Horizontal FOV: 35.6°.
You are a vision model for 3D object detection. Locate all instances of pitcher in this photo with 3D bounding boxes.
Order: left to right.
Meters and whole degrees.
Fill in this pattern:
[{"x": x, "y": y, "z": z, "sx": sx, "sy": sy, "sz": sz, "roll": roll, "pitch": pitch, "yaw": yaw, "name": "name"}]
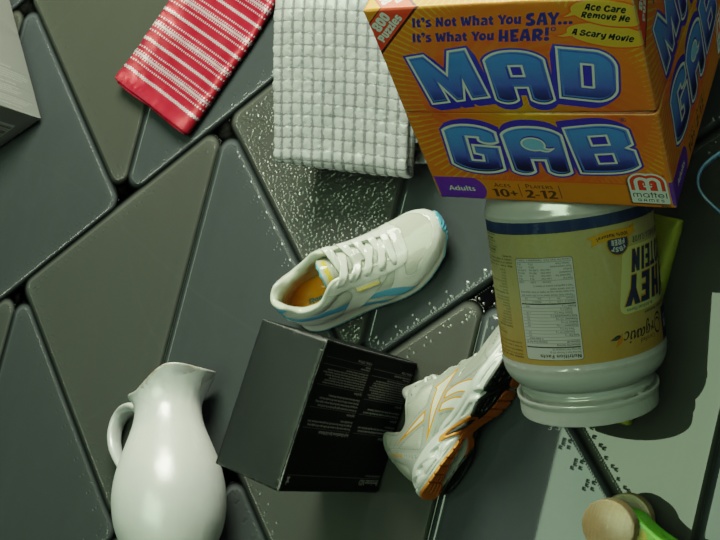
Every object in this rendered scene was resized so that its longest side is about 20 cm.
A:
[{"x": -0.222, "y": 0.222, "z": 1.220, "sx": 0.171, "sy": 0.121, "sz": 0.201, "roll": -30, "pitch": 55, "yaw": 40, "name": "pitcher"}]

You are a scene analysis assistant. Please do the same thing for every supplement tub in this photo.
[{"x": 0.188, "y": 0.022, "z": 0.973, "sx": 0.144, "sy": 0.144, "sz": 0.201, "roll": -3, "pitch": 102, "yaw": 27, "name": "supplement tub"}]

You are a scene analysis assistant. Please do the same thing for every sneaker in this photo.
[{"x": 0.000, "y": 0.000, "z": 1.156, "sx": 0.200, "sy": 0.081, "sz": 0.077, "roll": -32, "pitch": 65, "yaw": 17, "name": "sneaker"}, {"x": 0.088, "y": 0.119, "z": 1.092, "sx": 0.092, "sy": 0.076, "sz": 0.200, "roll": 37, "pitch": 97, "yaw": 33, "name": "sneaker"}]

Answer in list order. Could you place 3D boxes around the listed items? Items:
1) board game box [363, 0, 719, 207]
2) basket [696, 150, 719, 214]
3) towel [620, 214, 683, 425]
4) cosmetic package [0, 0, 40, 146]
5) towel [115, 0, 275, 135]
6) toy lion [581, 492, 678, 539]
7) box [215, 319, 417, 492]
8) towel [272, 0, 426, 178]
[{"x": 0.155, "y": -0.192, "z": 0.871, "sx": 0.199, "sy": 0.200, "sz": 0.200, "roll": 5, "pitch": 53, "yaw": 29, "name": "board game box"}, {"x": 0.404, "y": -0.062, "z": 0.921, "sx": 0.176, "sy": 0.139, "sz": 0.200, "roll": -43, "pitch": 74, "yaw": 15, "name": "basket"}, {"x": 0.239, "y": 0.041, "z": 1.060, "sx": 0.086, "sy": 0.018, "sz": 0.201, "roll": 15, "pitch": 87, "yaw": 25, "name": "towel"}, {"x": -0.503, "y": -0.267, "z": 1.471, "sx": 0.107, "sy": 0.090, "sz": 0.201, "roll": -30, "pitch": 71, "yaw": 22, "name": "cosmetic package"}, {"x": -0.200, "y": -0.277, "z": 1.350, "sx": 0.145, "sy": 0.022, "sz": 0.200, "roll": 40, "pitch": 99, "yaw": 27, "name": "towel"}, {"x": 0.247, "y": 0.301, "z": 0.954, "sx": 0.199, "sy": 0.069, "sz": 0.193, "roll": 16, "pitch": 95, "yaw": 30, "name": "toy lion"}, {"x": -0.036, "y": 0.135, "z": 1.079, "sx": 0.079, "sy": 0.200, "sz": 0.142, "roll": 14, "pitch": 86, "yaw": 29, "name": "box"}, {"x": -0.001, "y": -0.204, "z": 1.170, "sx": 0.165, "sy": 0.086, "sz": 0.201, "roll": 6, "pitch": 107, "yaw": 21, "name": "towel"}]
